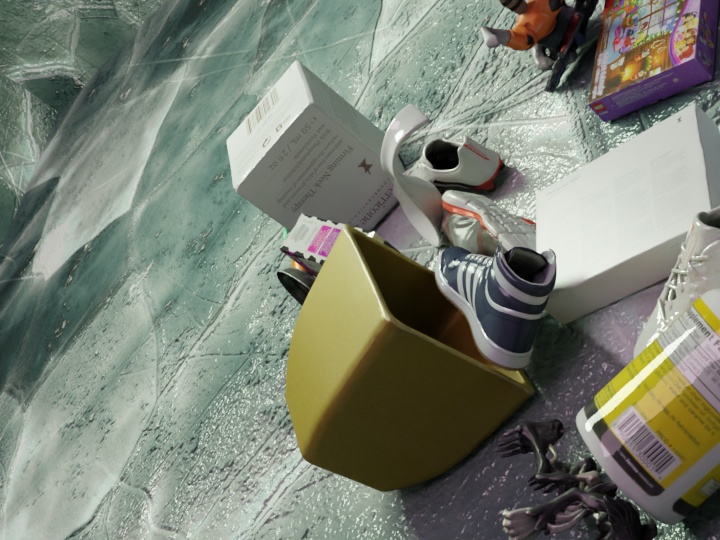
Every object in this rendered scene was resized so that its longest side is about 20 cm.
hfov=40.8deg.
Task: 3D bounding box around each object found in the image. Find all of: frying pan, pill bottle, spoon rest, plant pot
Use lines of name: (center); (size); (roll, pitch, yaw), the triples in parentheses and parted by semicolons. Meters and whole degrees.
frying pan: (-0.046, 0.040, 1.265); (0.031, 0.115, 0.189); (-49, 28, -16)
pill bottle: (0.273, 0.089, 0.744); (0.200, 0.114, 0.115); (-46, 31, 15)
spoon rest: (0.063, -0.106, 1.183); (0.060, 0.201, 0.099); (-29, 48, -13)
plant pot: (0.024, 0.112, 1.023); (0.201, 0.193, 0.196); (-53, 29, 18)

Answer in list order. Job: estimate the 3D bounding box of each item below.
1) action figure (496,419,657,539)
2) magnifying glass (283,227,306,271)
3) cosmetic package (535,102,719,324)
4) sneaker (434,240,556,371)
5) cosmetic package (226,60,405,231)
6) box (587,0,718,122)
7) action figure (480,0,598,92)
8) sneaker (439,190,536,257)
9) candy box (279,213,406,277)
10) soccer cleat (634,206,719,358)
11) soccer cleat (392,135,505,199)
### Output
action figure: (0.175, 0.206, 0.777); (0.101, 0.119, 0.200); (-35, 22, 3)
magnifying glass: (-0.097, -0.033, 1.483); (0.202, 0.022, 0.080); (-99, 22, -45)
cosmetic package: (0.265, -0.054, 0.960); (0.199, 0.051, 0.152); (-30, 41, 38)
sneaker: (0.138, 0.001, 0.988); (0.201, 0.069, 0.110); (-115, 35, -56)
cosmetic package: (-0.062, -0.155, 1.392); (0.167, 0.199, 0.167); (-46, 30, 16)
box: (0.333, -0.276, 1.093); (0.136, 0.039, 0.202); (-20, 45, 45)
action figure: (0.229, -0.329, 1.161); (0.104, 0.193, 0.202); (32, 104, 24)
sneaker: (0.149, -0.028, 1.110); (0.200, 0.076, 0.083); (-131, 53, -62)
candy box: (0.000, 0.000, 1.210); (0.061, 0.136, 0.199); (-57, 29, -9)
soccer cleat: (0.293, 0.000, 0.817); (0.200, 0.085, 0.069); (-50, 30, 10)
soccer cleat: (0.098, -0.132, 1.250); (0.199, 0.085, 0.069); (-3, 57, 54)
